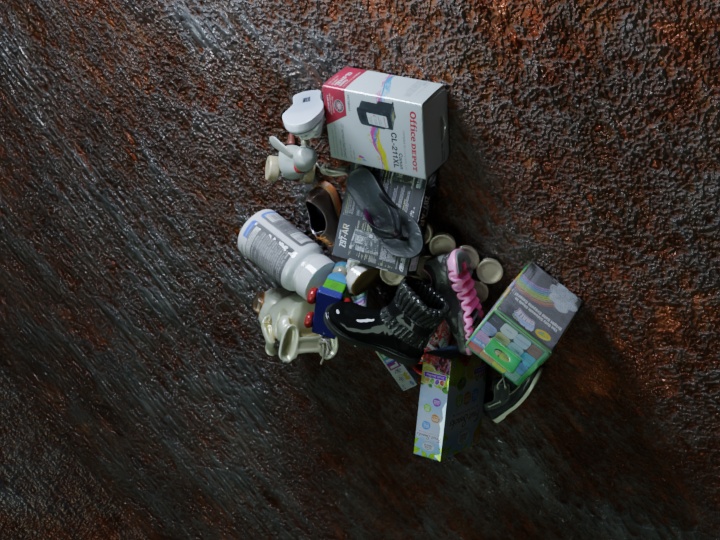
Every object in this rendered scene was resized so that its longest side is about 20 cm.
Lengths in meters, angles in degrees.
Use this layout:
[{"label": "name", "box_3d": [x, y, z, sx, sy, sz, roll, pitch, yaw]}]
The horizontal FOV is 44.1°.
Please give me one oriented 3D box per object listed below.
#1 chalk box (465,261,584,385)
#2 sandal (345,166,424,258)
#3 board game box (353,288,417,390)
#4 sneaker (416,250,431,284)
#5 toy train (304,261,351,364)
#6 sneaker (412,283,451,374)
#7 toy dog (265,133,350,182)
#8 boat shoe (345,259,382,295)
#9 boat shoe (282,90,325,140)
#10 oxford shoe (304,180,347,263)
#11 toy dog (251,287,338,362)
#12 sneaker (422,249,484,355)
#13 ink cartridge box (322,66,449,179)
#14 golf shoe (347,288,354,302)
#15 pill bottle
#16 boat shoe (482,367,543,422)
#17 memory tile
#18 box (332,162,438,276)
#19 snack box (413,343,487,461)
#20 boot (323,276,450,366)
[{"label": "chalk box", "box_3d": [0.278, 0.107, 1.557, 0.124, 0.200, 0.124, 39, 141, 7]}, {"label": "sandal", "box_3d": [0.034, -0.098, 1.564, 0.075, 0.048, 0.201, -47, 70, 21]}, {"label": "board game box", "box_3d": [0.051, 0.128, 1.799, 0.034, 0.135, 0.200, -27, 114, 17]}, {"label": "sneaker", "box_3d": [0.089, -0.054, 1.673, 0.088, 0.075, 0.200, -20, 113, 42]}, {"label": "toy train", "box_3d": [-0.057, 0.084, 1.797, 0.084, 0.116, 0.200, 18, 135, 8]}, {"label": "sneaker", "box_3d": [0.140, 0.116, 1.749, 0.067, 0.108, 0.202, 23, 135, 23]}, {"label": "toy dog", "box_3d": [-0.115, -0.222, 1.663, 0.200, 0.132, 0.097, -4, 86, 54]}, {"label": "boat shoe", "box_3d": [0.000, 0.000, 1.718, 0.069, 0.200, 0.071, 45, 100, 9]}, {"label": "boat shoe", "box_3d": [-0.090, -0.263, 1.560, 0.073, 0.200, 0.066, -7, 115, 10]}, {"label": "oxford shoe", "box_3d": [-0.066, -0.076, 1.781, 0.071, 0.073, 0.200, 2, 125, 37]}, {"label": "toy dog", "box_3d": [-0.160, 0.099, 1.931, 0.200, 0.139, 0.195, 17, 114, 57]}, {"label": "sneaker", "box_3d": [0.166, 0.060, 1.628, 0.095, 0.079, 0.201, -6, 104, 29]}, {"label": "ink cartridge box", "box_3d": [0.044, -0.255, 1.531, 0.199, 0.083, 0.146, 17, 132, 29]}, {"label": "golf shoe", "box_3d": [-0.033, 0.066, 1.866, 0.200, 0.088, 0.077, 49, 142, -4]}, {"label": "pill bottle", "box_3d": [-0.148, -0.029, 1.829, 0.200, 0.114, 0.114, 38, 141, 26]}, {"label": "boat shoe", "box_3d": [0.291, 0.236, 1.756, 0.068, 0.072, 0.200, 39, 142, 2]}, {"label": "memory tile", "box_3d": [0.149, 0.003, 1.652, 0.200, 0.017, 0.154, 29, 118, -4]}, {"label": "box", "box_3d": [0.044, -0.105, 1.612, 0.160, 0.043, 0.201, 16, 99, 28]}, {"label": "snack box", "box_3d": [0.179, 0.251, 1.729, 0.067, 0.168, 0.201, 12, 101, 33]}, {"label": "boot", "box_3d": [0.047, 0.073, 1.620, 0.210, 0.080, 0.158, 21, 133, 1]}]
